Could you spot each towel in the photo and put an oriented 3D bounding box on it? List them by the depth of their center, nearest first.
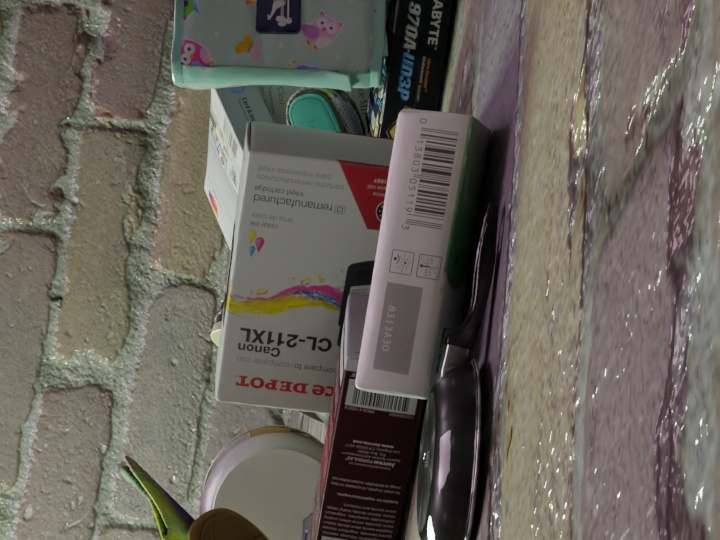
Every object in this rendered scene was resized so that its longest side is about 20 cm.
[{"bbox_3d":[-0.151,0.271,1.784,0.200,0.023,0.144,51,176,-38],"label":"towel"}]

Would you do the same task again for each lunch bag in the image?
[{"bbox_3d":[-0.061,-0.210,1.456,0.200,0.169,0.122,-88,0,-51],"label":"lunch bag"}]

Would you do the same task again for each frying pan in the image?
[{"bbox_3d":[0.053,0.068,0.982,0.115,0.031,0.191,-97,12,-74],"label":"frying pan"}]

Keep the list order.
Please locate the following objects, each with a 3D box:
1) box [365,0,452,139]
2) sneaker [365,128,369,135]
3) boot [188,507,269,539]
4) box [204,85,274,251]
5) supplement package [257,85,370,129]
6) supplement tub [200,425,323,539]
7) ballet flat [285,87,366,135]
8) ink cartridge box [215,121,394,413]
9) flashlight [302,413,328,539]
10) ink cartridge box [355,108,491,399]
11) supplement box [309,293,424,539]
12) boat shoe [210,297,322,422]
[{"bbox_3d":[0.040,-0.182,1.527,0.200,0.046,0.160,-98,16,-76],"label":"box"},{"bbox_3d":[0.004,-0.033,1.666,0.071,0.080,0.201,-103,0,-65],"label":"sneaker"},{"bbox_3d":[-0.085,0.315,1.631,0.200,0.072,0.155,50,159,20],"label":"boot"},{"bbox_3d":[-0.095,-0.063,1.679,0.200,0.041,0.156,105,144,-62],"label":"box"},{"bbox_3d":[-0.032,-0.150,1.741,0.156,0.110,0.201,-88,-8,-54],"label":"supplement package"},{"bbox_3d":[-0.079,0.224,1.764,0.200,0.144,0.145,163,115,-86],"label":"supplement tub"},{"bbox_3d":[-0.005,-0.068,1.587,0.072,0.072,0.201,-100,-8,-78],"label":"ballet flat"},{"bbox_3d":[-0.026,0.002,1.389,0.083,0.145,0.201,-98,16,-69],"label":"ink cartridge box"},{"bbox_3d":[-0.021,0.161,1.589,0.068,0.068,0.201,106,172,-57],"label":"flashlight"},{"bbox_3d":[0.051,-0.005,1.123,0.200,0.050,0.162,11,-93,-75],"label":"ink cartridge box"},{"bbox_3d":[0.004,0.131,1.318,0.109,0.061,0.201,-89,8,-66],"label":"supplement box"},{"bbox_3d":[-0.055,0.080,1.698,0.073,0.201,0.063,-11,49,39],"label":"boat shoe"}]
